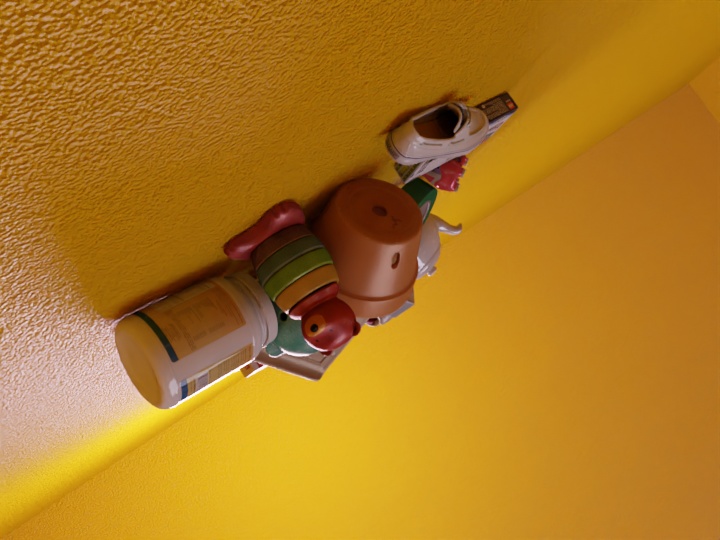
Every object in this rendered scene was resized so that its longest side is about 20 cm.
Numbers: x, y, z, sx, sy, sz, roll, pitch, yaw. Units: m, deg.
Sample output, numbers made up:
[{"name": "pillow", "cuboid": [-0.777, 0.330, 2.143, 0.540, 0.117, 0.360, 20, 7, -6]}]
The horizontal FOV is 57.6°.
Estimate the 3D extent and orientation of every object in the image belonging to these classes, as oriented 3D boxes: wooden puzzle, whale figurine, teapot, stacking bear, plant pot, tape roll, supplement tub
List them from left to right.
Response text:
[{"name": "supplement tub", "cuboid": [-0.237, 0.096, 0.960, 0.200, 0.145, 0.145, -28, 172, -37]}, {"name": "whale figurine", "cuboid": [-0.134, 0.063, 1.055, 0.104, 0.200, 0.159, 2, 103, -71]}, {"name": "stacking bear", "cuboid": [-0.079, 0.021, 0.916, 0.121, 0.200, 0.114, -35, 170, 15]}, {"name": "wooden puzzle", "cuboid": [-0.099, 0.096, 1.186, 0.200, 0.185, 0.046, -54, -149, 20]}, {"name": "plant pot", "cuboid": [0.009, -0.047, 1.013, 0.200, 0.200, 0.140, -29, 155, -38]}, {"name": "tape roll", "cuboid": [0.078, -0.086, 1.281, 0.201, 0.048, 0.200, -52, 168, -16]}, {"name": "teapot", "cuboid": [0.110, -0.039, 1.488, 0.200, 0.146, 0.197, -42, -173, 37]}]

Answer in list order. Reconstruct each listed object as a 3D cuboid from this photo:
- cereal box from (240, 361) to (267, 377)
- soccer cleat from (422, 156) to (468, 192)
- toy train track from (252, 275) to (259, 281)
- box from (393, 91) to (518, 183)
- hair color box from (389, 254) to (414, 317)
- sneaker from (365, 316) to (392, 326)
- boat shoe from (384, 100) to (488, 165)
[{"name": "cereal box", "cuboid": [-0.196, 0.115, 1.317, 0.040, 0.144, 0.200, -37, 173, 32]}, {"name": "soccer cleat", "cuboid": [0.153, -0.189, 1.205, 0.200, 0.076, 0.067, -62, 175, -70]}, {"name": "toy train track", "cuboid": [-0.132, 0.001, 1.203, 0.200, 0.033, 0.115, -11, 173, -43]}, {"name": "box", "cuboid": [0.157, -0.218, 1.075, 0.200, 0.035, 0.110, -30, 173, -28]}, {"name": "hair color box", "cuboid": [0.000, 0.000, 1.152, 0.200, 0.099, 0.061, 24, 138, -29]}, {"name": "sneaker", "cuboid": [0.021, 0.069, 1.382, 0.088, 0.081, 0.200, -45, -166, -18]}, {"name": "boat shoe", "cuboid": [0.123, -0.201, 0.907, 0.200, 0.071, 0.070, -20, 169, -38]}]
